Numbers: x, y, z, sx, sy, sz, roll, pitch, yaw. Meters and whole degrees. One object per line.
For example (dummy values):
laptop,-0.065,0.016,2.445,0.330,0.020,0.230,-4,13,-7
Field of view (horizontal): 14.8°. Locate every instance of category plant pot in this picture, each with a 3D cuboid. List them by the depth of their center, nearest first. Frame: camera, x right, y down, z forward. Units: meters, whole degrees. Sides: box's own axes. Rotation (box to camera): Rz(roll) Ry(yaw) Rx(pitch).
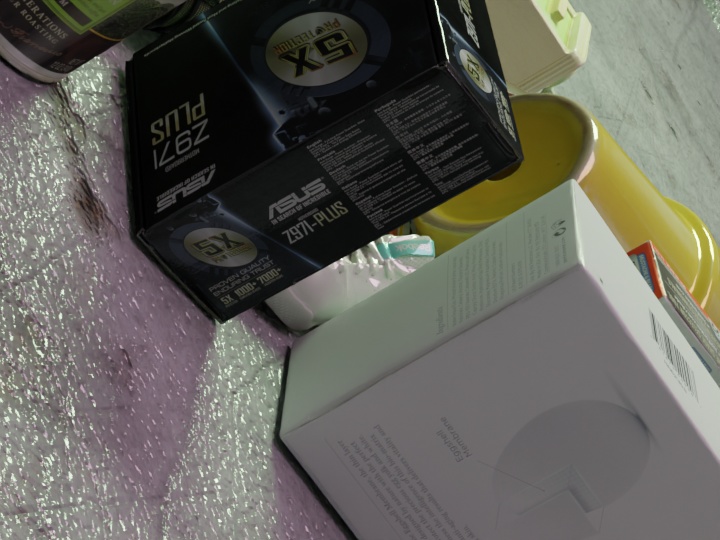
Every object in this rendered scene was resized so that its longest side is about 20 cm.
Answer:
plant pot,0.125,-0.006,1.794,0.201,0.201,0.189,-98,162,-51

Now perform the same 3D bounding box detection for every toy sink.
toy sink,0.118,-0.196,2.287,0.200,0.112,0.130,57,18,-12

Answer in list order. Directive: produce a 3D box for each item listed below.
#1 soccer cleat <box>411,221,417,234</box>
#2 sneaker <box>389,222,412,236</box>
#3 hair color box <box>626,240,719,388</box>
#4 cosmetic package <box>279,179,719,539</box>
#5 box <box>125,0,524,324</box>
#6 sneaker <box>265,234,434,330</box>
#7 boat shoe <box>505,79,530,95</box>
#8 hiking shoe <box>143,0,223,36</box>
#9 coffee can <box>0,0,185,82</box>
soccer cleat,0.037,-0.060,1.937,0.200,0.070,0.086,-22,105,-75
sneaker,-0.025,-0.093,1.778,0.090,0.070,0.200,42,27,-54
hair color box,0.122,0.080,1.694,0.111,0.200,0.064,50,20,-33
cosmetic package,0.092,0.093,1.586,0.199,0.200,0.123,54,15,-20
box,-0.025,-0.091,1.549,0.086,0.200,0.164,49,21,-37
sneaker,0.000,0.000,1.667,0.200,0.088,0.075,36,31,-53
boat shoe,0.047,-0.150,1.934,0.200,0.068,0.072,23,10,-12
hiking shoe,-0.114,-0.160,1.657,0.200,0.076,0.101,47,28,-12
coffee can,-0.119,-0.211,1.477,0.146,0.200,0.146,51,19,-26
